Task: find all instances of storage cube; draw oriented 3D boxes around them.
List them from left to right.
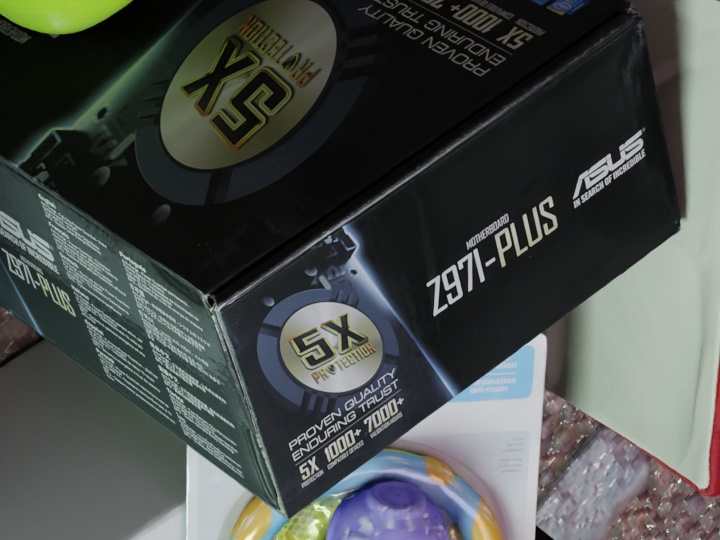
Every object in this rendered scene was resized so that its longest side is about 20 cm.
[{"bbox_3d":[0.132,-0.053,0.970,0.180,0.171,0.200,-18,123,-33],"label":"storage cube"}]

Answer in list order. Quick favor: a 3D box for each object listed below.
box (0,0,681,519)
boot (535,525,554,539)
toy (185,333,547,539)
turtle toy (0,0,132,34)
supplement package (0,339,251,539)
[{"bbox_3d":[-0.030,-0.040,0.882,0.164,0.200,0.086,-35,132,-22],"label":"box"},{"bbox_3d":[0.019,0.066,0.989,0.077,0.200,0.138,-32,129,-44],"label":"boot"},{"bbox_3d":[0.003,0.121,0.914,0.115,0.047,0.200,-3,116,-12],"label":"toy"},{"bbox_3d":[-0.105,-0.154,0.813,0.101,0.146,0.200,-44,140,-45],"label":"turtle toy"},{"bbox_3d":[-0.118,0.124,0.956,0.200,0.117,0.117,-34,130,-23],"label":"supplement package"}]
